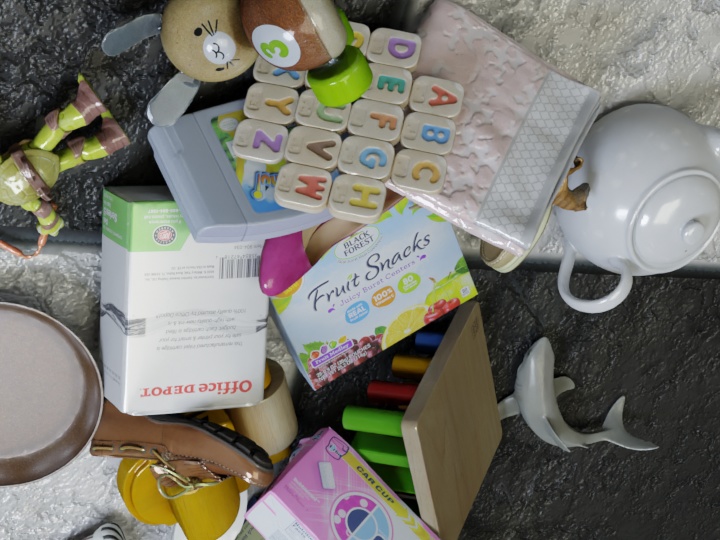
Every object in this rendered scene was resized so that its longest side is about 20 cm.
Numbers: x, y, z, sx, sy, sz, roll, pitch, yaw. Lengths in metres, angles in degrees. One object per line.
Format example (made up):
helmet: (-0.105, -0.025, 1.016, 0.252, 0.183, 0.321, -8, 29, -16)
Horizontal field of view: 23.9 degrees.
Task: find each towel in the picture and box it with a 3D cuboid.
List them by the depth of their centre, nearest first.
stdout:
towel: (0.111, -0.135, 1.582, 0.190, 0.032, 0.201, 29, 64, -1)

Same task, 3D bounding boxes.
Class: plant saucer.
plant saucer: (-0.341, 0.112, 1.589, 0.199, 0.032, 0.201, -3, 117, -6)

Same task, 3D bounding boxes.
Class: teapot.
teapot: (0.307, -0.066, 1.778, 0.196, 0.146, 0.201, -6, 123, -25)

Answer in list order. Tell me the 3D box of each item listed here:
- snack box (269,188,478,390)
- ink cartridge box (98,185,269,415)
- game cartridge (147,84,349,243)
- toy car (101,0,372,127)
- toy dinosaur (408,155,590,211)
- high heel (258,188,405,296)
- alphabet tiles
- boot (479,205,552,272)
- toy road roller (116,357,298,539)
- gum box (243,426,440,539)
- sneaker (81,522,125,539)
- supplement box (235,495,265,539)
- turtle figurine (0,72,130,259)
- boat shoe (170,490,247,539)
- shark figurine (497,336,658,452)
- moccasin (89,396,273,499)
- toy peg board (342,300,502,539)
snack box: (0.000, 0.000, 1.707, 0.199, 0.068, 0.169, -30, 129, -9)
ink cartridge box: (-0.165, 0.025, 1.592, 0.145, 0.084, 0.201, -2, 104, -27)
game cartridge: (-0.079, -0.098, 1.552, 0.199, 0.134, 0.040, -19, 163, -26)
toy car: (-0.117, -0.206, 1.473, 0.199, 0.158, 0.165, -27, 125, 5)
toy dinosaur: (0.158, -0.089, 1.653, 0.199, 0.060, 0.107, 5, 113, -29)
high heel: (-0.018, -0.047, 1.588, 0.200, 0.096, 0.068, -60, 147, -32)
alphabet tiles: (-0.010, -0.139, 1.537, 0.195, 0.201, 0.015, 12, 154, 4)
boot: (0.127, -0.102, 1.708, 0.154, 0.072, 0.201, 11, 108, -33)
toy road roller: (-0.146, 0.185, 1.692, 0.199, 0.146, 0.123, -24, 131, -13)
gum box: (-0.013, 0.267, 1.726, 0.113, 0.200, 0.066, -43, 178, -44)
sneaker: (-0.282, 0.359, 1.792, 0.115, 0.076, 0.201, -18, 121, -5)
supplement box: (-0.048, 0.380, 1.835, 0.199, 0.200, 0.134, 29, 104, -38)
turtle figurine: (-0.292, -0.101, 1.488, 0.161, 0.064, 0.200, -36, 129, -3)
boat shoe: (-0.171, 0.298, 1.800, 0.072, 0.068, 0.201, 11, 89, -14)
shark figurine: (0.236, 0.180, 1.935, 0.128, 0.090, 0.214, -47, 127, 8)
moccasin: (-0.170, 0.173, 1.583, 0.074, 0.201, 0.078, 30, 74, -65)
toy peg board: (0.064, 0.165, 1.806, 0.199, 0.097, 0.201, -60, 147, -45)
